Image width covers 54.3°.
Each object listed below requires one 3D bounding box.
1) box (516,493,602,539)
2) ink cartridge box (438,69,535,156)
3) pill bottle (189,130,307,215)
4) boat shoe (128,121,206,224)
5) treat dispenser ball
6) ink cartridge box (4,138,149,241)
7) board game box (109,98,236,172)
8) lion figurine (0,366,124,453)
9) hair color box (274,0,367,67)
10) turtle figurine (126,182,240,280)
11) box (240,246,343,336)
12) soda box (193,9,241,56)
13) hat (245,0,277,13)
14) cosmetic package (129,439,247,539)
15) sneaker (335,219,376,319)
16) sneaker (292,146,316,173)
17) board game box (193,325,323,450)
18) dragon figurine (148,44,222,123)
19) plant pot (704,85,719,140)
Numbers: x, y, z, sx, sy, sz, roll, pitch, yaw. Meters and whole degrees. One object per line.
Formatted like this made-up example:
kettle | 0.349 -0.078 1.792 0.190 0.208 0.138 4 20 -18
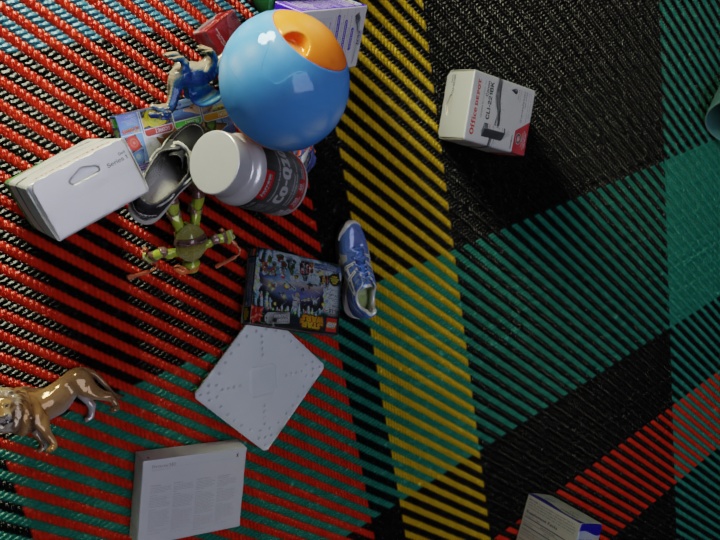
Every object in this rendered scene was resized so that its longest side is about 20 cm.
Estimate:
box | 0.510 0.718 1.836 0.103 0.183 0.205 15 90 -35
ink cartridge box | 0.275 -0.339 1.525 0.197 0.083 0.148 5 97 -36
pill bottle | -0.178 -0.157 1.143 0.199 0.112 0.117 6 97 -65
boat shoe | -0.290 -0.162 1.084 0.073 0.060 0.202 36 57 -11
treat dispenser ball | -0.113 -0.282 1.052 0.197 0.199 0.206 -8 103 -34
ink cartridge box | -0.406 -0.121 0.998 0.145 0.199 0.086 -35 116 -24
board game box | -0.298 -0.209 1.162 0.197 0.034 0.138 -22 112 -31
lion figurine | -0.477 0.203 1.101 0.199 0.072 0.125 -34 108 -42
hair color box | -0.072 -0.405 1.212 0.199 0.064 0.111 -30 141 -50
turtle figurine | -0.294 -0.058 1.155 0.196 0.064 0.165 -13 115 -21
box | -0.124 0.043 1.315 0.197 0.039 0.140 11 78 -37
soda box | -0.196 -0.332 1.191 0.063 0.070 0.202 -43 121 -18
hat | -0.183 -0.492 1.204 0.168 0.173 0.200 -65 163 -10
cosmetic package | -0.307 0.395 1.262 0.197 0.051 0.155 2 99 -36
sneaker | 0.000 0.000 1.394 0.074 0.076 0.205 -17 107 -30
sneaker | -0.114 -0.227 1.280 0.078 0.075 0.204 13 99 -45
board game box | -0.189 0.205 1.327 0.200 0.026 0.201 46 72 -32
dragon figurine | -0.252 -0.298 1.111 0.197 0.059 0.101 -23 125 -27
plant pot | 1.135 -0.494 2.061 0.200 0.198 0.163 42 64 -33
